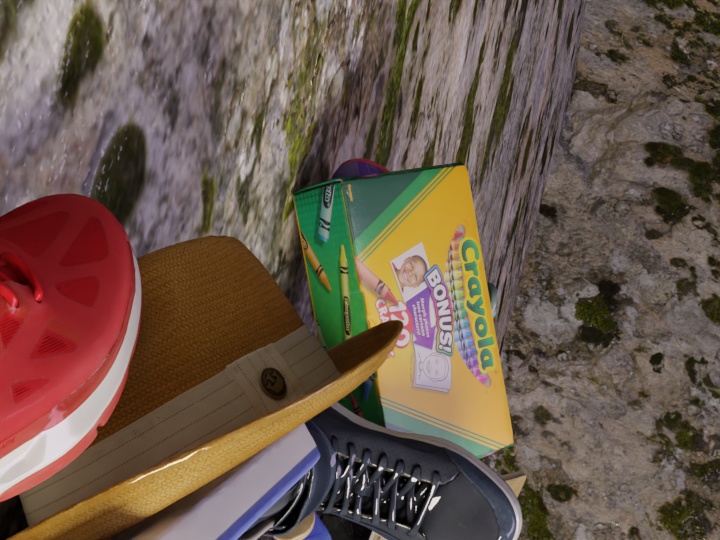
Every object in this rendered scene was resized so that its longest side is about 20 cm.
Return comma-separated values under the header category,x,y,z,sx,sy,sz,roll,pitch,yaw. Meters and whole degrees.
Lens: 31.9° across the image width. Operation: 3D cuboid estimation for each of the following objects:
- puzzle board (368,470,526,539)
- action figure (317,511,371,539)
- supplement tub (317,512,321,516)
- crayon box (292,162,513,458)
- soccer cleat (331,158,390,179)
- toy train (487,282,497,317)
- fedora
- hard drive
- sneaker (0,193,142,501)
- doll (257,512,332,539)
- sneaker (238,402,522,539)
category,x,y,z,sx,sy,sz,roll,pitch,yaw
puzzle board,0.033,0.235,0.896,0.149,0.017,0.202,-4,122,-47
action figure,-0.016,0.154,0.918,0.069,0.128,0.204,-26,114,-69
supplement tub,0.011,0.262,1.101,0.146,0.143,0.202,86,20,-56
crayon box,0.031,0.035,0.860,0.118,0.058,0.203,-11,91,-41
soccer cleat,0.000,0.000,0.966,0.201,0.066,0.077,94,12,-52
toy train,0.049,0.033,1.091,0.115,0.084,0.200,-63,-160,12
fedora,-0.079,0.043,0.490,0.083,0.199,0.200,61,14,1
hard drive,-0.097,0.119,0.495,0.026,0.131,0.200,59,14,2
sneaker,-0.119,0.008,0.349,0.201,0.077,0.117,-65,165,-51
doll,-0.049,0.228,0.859,0.049,0.135,0.201,54,-12,42
sneaker,-0.008,0.130,0.731,0.146,0.200,0.078,-21,133,-75
